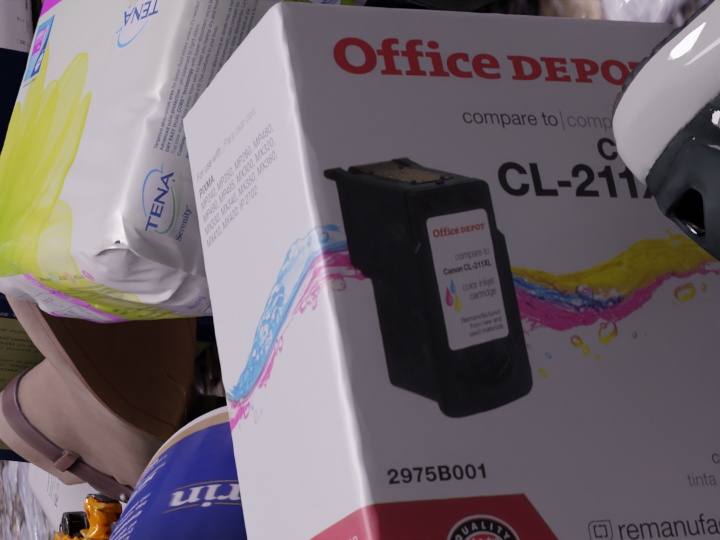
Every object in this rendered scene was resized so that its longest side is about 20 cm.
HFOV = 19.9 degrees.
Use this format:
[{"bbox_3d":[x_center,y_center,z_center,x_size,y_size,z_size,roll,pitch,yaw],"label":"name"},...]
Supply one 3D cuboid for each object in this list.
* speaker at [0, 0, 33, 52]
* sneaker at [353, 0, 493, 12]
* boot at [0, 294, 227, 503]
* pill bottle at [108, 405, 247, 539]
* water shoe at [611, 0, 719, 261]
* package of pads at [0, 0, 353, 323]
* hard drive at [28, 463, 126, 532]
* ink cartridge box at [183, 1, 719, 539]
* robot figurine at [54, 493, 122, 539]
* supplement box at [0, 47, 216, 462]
[{"bbox_3d":[-0.250,-0.166,1.317,0.081,0.081,0.202,159,108,-64],"label":"speaker"},{"bbox_3d":[0.026,-0.121,0.730,0.201,0.066,0.091,118,145,-43],"label":"sneaker"},{"bbox_3d":[-0.123,0.056,0.938,0.146,0.200,0.071,-11,43,47],"label":"boot"},{"bbox_3d":[-0.043,0.135,0.679,0.200,0.115,0.117,-71,-8,-66],"label":"pill bottle"},{"bbox_3d":[0.142,-0.063,0.505,0.079,0.071,0.200,54,145,8],"label":"water shoe"},{"bbox_3d":[-0.078,-0.059,0.755,0.200,0.068,0.156,-8,66,65],"label":"package of pads"},{"bbox_3d":[-0.148,0.108,1.168,0.200,0.026,0.133,-139,53,-59],"label":"hard drive"},{"bbox_3d":[0.038,0.027,0.615,0.083,0.145,0.202,-43,53,56],"label":"ink cartridge box"},{"bbox_3d":[-0.118,0.212,1.030,0.145,0.058,0.202,173,95,-66],"label":"robot figurine"},{"bbox_3d":[-0.197,-0.004,1.032,0.200,0.199,0.135,-42,46,52],"label":"supplement box"}]
